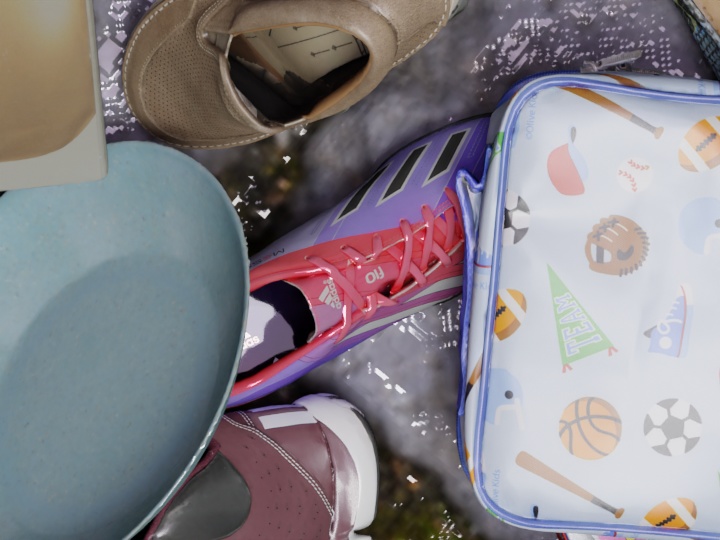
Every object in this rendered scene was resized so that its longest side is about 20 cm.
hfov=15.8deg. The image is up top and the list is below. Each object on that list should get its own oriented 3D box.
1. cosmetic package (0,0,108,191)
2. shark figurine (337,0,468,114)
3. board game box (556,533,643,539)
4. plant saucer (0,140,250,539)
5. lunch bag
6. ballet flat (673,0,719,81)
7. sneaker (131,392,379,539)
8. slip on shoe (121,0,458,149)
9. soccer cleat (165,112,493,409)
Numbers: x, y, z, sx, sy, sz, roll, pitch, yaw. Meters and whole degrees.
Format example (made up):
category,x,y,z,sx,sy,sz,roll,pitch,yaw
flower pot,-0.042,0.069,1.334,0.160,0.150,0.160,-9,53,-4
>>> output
category,x,y,z,sx,sy,sz,roll,pitch,yaw
cosmetic package,-0.141,-0.123,1.000,0.071,0.200,0.105,-7,61,-6
shark figurine,-0.045,-0.150,1.093,0.214,0.128,0.090,28,66,10
board game box,0.184,0.149,1.148,0.153,0.040,0.200,-24,97,-3
plant saucer,-0.114,0.045,1.057,0.201,0.201,0.039,-53,133,1
lunch bag,0.115,0.010,1.072,0.160,0.076,0.201,5,96,1
ballet flat,0.176,-0.109,1.110,0.074,0.074,0.200,-45,98,0
sneaker,-0.056,0.152,1.093,0.115,0.076,0.201,1,87,-28
slip on shoe,-0.038,-0.082,1.030,0.076,0.200,0.061,45,54,-22
soccer cleat,0.000,0.000,1.099,0.200,0.073,0.068,-30,98,-2
